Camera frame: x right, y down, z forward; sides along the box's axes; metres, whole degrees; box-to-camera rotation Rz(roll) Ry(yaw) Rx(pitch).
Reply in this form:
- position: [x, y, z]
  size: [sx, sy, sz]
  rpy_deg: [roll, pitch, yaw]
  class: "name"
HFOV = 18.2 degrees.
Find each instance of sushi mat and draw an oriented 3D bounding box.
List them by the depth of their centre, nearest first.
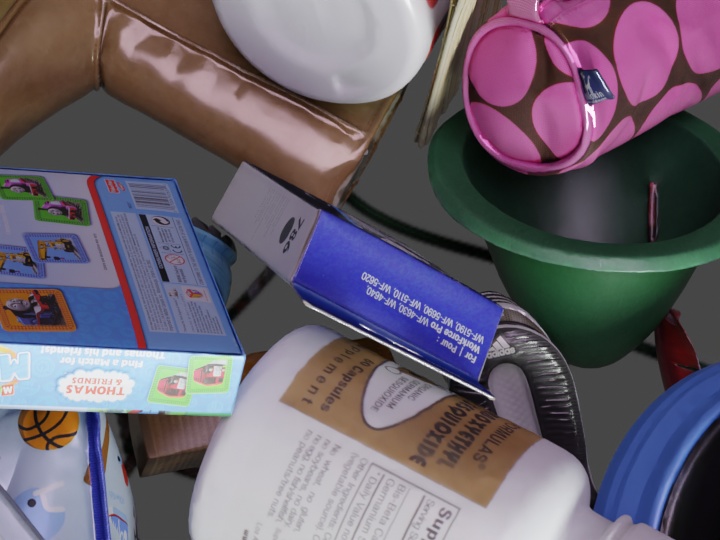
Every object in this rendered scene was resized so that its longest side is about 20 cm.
- position: [0.057, -0.131, 1.082]
  size: [0.012, 0.200, 0.096]
  rpy_deg: [28, 73, 4]
  class: "sushi mat"

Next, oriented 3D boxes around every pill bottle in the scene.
- position: [0.037, 0.114, 0.961]
  size: [0.200, 0.114, 0.115]
  rpy_deg: [27, 72, 16]
  class: "pill bottle"
- position: [0.015, -0.186, 1.115]
  size: [0.114, 0.114, 0.200]
  rpy_deg: [28, 50, 3]
  class: "pill bottle"

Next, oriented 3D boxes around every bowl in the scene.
- position: [0.194, 0.141, 1.047]
  size: [0.200, 0.039, 0.202]
  rpy_deg: [1, 88, -33]
  class: "bowl"

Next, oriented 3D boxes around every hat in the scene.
- position: [0.113, 0.029, 1.133]
  size: [0.165, 0.177, 0.200]
  rpy_deg: [-3, 34, -9]
  class: "hat"

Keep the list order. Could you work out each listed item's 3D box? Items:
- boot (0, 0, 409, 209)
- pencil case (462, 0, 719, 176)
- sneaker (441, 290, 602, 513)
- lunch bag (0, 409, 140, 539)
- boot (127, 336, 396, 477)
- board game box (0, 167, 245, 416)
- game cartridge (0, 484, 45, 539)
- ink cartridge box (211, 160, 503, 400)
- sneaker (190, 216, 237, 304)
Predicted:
- position: [-0.096, -0.080, 1.121]
  size: [0.199, 0.066, 0.176]
  rpy_deg: [28, 73, 2]
  class: "boot"
- position: [0.141, -0.120, 1.109]
  size: [0.200, 0.091, 0.094]
  rpy_deg: [-30, 118, -41]
  class: "pencil case"
- position: [0.085, 0.102, 1.080]
  size: [0.075, 0.115, 0.201]
  rpy_deg: [-10, 109, 3]
  class: "sneaker"
- position: [-0.145, 0.162, 0.987]
  size: [0.123, 0.170, 0.201]
  rpy_deg: [-6, 73, -3]
  class: "lunch bag"
- position: [-0.022, 0.134, 1.062]
  size: [0.143, 0.071, 0.202]
  rpy_deg: [-10, 78, -15]
  class: "boot"
- position: [-0.162, 0.004, 0.951]
  size: [0.199, 0.037, 0.151]
  rpy_deg: [4, 30, -20]
  class: "board game box"
- position: [-0.160, 0.166, 0.882]
  size: [0.133, 0.040, 0.200]
  rpy_deg: [-41, 78, -4]
  class: "game cartridge"
- position: [0.000, 0.000, 1.016]
  size: [0.099, 0.200, 0.039]
  rpy_deg: [28, 94, -19]
  class: "ink cartridge box"
- position: [-0.162, 0.010, 1.079]
  size: [0.199, 0.079, 0.096]
  rpy_deg: [8, 76, -2]
  class: "sneaker"
